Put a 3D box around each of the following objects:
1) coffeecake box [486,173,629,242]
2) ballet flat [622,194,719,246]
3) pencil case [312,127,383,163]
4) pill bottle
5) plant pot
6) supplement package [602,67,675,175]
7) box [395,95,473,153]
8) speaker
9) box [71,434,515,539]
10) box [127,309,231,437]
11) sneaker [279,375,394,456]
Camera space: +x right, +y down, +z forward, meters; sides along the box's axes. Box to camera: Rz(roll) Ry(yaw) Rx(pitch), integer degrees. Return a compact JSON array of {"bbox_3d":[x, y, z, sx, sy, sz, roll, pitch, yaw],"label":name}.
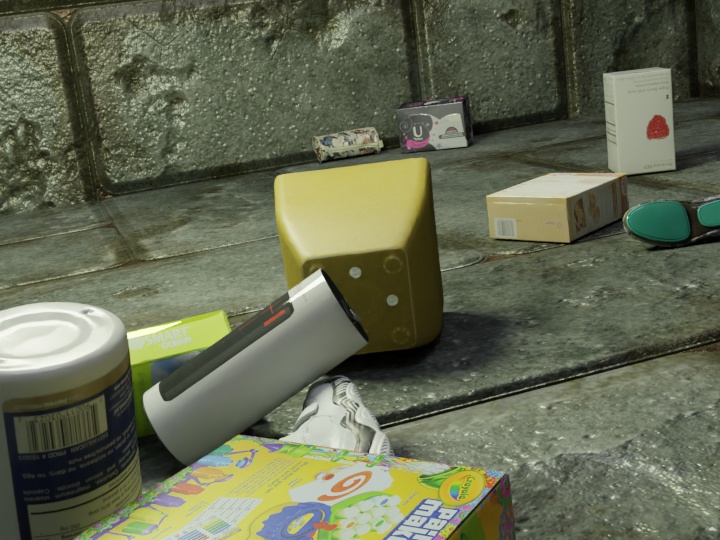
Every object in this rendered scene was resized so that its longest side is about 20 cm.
[{"bbox_3d":[0.325,-0.107,1.646,0.152,0.074,0.198,5,18,42],"label":"coffeecake box"},{"bbox_3d":[0.475,-0.068,1.457,0.196,0.073,0.072,-7,13,1],"label":"ballet flat"},{"bbox_3d":[-0.037,-0.363,2.905,0.196,0.079,0.090,-10,35,-13],"label":"pencil case"},{"bbox_3d":[-0.195,0.133,0.640,0.109,0.204,0.111,0,20,0],"label":"pill bottle"},{"bbox_3d":[0.000,0.000,1.152,0.190,0.199,0.200,-7,20,3],"label":"plant pot"},{"bbox_3d":[0.572,-0.307,2.063,0.119,0.204,0.120,-6,13,4],"label":"supplement package"},{"bbox_3d":[0.212,-0.415,2.864,0.196,0.135,0.115,-3,17,18],"label":"box"},{"bbox_3d":[-0.091,0.086,0.893,0.198,0.082,0.081,-35,13,4],"label":"speaker"},{"bbox_3d":[-0.042,0.188,0.519,0.190,0.124,0.199,1,15,32],"label":"box"},{"bbox_3d":[-0.196,0.106,0.955,0.197,0.123,0.048,-12,51,-18],"label":"box"},{"bbox_3d":[-0.046,0.144,0.805,0.113,0.077,0.200,-9,16,-14],"label":"sneaker"}]
